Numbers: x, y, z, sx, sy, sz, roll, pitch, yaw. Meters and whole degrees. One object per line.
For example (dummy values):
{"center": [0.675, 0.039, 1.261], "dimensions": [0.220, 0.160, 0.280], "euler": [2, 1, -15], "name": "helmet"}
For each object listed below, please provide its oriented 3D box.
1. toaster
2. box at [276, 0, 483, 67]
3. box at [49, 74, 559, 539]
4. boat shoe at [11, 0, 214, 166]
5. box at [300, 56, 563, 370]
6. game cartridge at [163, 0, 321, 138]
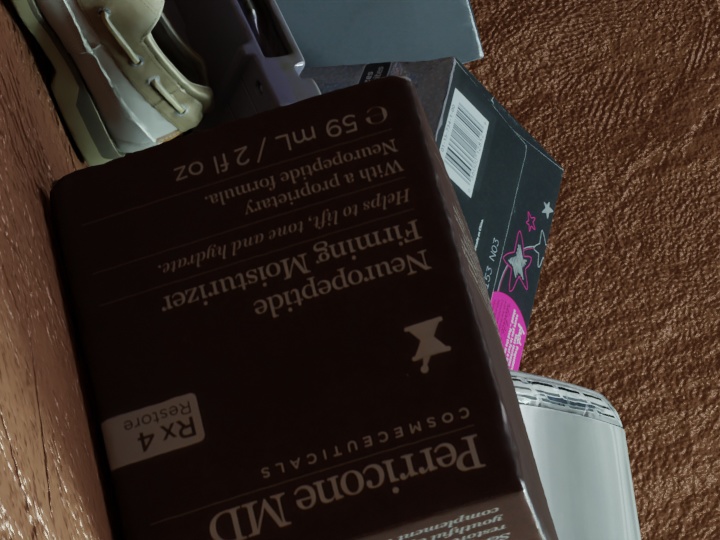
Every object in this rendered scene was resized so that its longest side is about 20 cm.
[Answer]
{"center": [0.057, 0.120, 1.368], "dimensions": [0.200, 0.113, 0.130], "euler": [15, 67, -54], "name": "toaster"}
{"center": [-0.041, -0.188, 1.745], "dimensions": [0.200, 0.196, 0.118], "euler": [-99, 172, -64], "name": "box"}
{"center": [-0.019, 0.056, 1.228], "dimensions": [0.164, 0.166, 0.200], "euler": [66, 7, -62], "name": "box"}
{"center": [-0.121, -0.133, 1.294], "dimensions": [0.200, 0.068, 0.075], "euler": [69, 6, -49], "name": "boat shoe"}
{"center": [0.010, 0.006, 1.507], "dimensions": [0.132, 0.115, 0.200], "euler": [41, 56, -47], "name": "box"}
{"center": [-0.089, -0.125, 1.406], "dimensions": [0.200, 0.038, 0.130], "euler": [64, -37, 23], "name": "game cartridge"}
